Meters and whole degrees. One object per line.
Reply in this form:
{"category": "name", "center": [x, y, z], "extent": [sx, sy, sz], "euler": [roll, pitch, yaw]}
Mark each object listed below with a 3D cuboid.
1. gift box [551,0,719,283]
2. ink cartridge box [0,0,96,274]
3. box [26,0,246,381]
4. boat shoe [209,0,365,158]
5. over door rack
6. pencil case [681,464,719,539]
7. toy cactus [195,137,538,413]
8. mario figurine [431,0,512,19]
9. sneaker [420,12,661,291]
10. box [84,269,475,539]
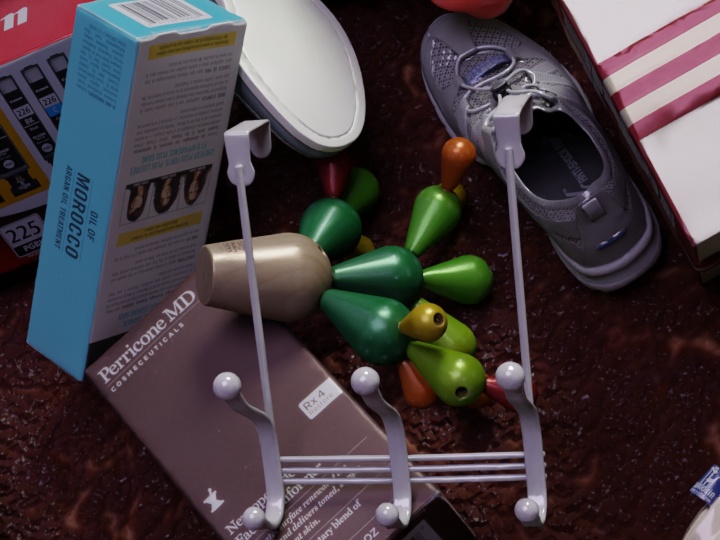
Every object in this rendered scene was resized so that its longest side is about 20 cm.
{"category": "gift box", "center": [0.200, -0.125, 0.890], "extent": [0.186, 0.185, 0.201], "euler": [-27, 84, 7]}
{"category": "ink cartridge box", "center": [-0.209, -0.096, 1.054], "extent": [0.199, 0.176, 0.084], "euler": [-22, 40, 10]}
{"category": "box", "center": [-0.121, -0.045, 0.992], "extent": [0.049, 0.082, 0.201], "euler": [30, 120, 31]}
{"category": "boat shoe", "center": [-0.066, -0.132, 1.034], "extent": [0.073, 0.062, 0.200], "euler": [-21, 64, -34]}
{"category": "over door rack", "center": [0.008, 0.022, 0.861], "extent": [0.147, 0.067, 0.201], "euler": [-3, 91, 16]}
{"category": "pencil case", "center": [0.233, 0.159, 0.821], "extent": [0.200, 0.078, 0.090], "euler": [32, 98, 31]}
{"category": "toy cactus", "center": [0.000, 0.000, 0.957], "extent": [0.164, 0.103, 0.201], "euler": [1, 45, -23]}
{"category": "mario figurine", "center": [0.107, -0.203, 1.052], "extent": [0.200, 0.106, 0.123], "euler": [-39, 20, -26]}
{"category": "sneaker", "center": [0.093, -0.083, 0.993], "extent": [0.075, 0.082, 0.200], "euler": [-37, 55, -1]}
{"category": "box", "center": [-0.044, 0.094, 0.964], "extent": [0.100, 0.075, 0.200], "euler": [-43, 56, -5]}
